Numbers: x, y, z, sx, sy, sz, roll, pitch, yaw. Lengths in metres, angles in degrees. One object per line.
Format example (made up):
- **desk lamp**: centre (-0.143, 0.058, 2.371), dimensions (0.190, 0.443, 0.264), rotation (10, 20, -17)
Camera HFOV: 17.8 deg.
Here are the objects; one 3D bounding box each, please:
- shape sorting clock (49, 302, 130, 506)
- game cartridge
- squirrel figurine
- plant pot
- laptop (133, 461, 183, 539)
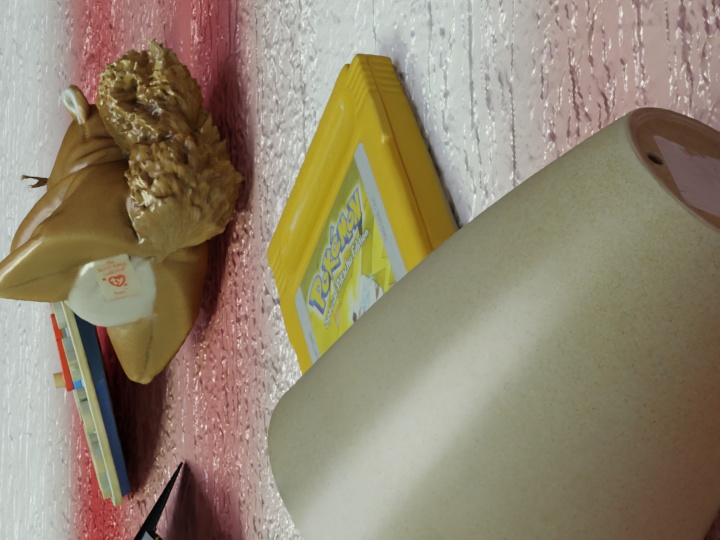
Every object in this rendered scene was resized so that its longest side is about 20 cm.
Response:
- **shape sorting clock**: centre (-0.209, 0.079, 1.715), dimensions (0.200, 0.039, 0.200), rotation (168, 90, -85)
- **game cartridge**: centre (0.000, 0.000, 1.311), dimensions (0.200, 0.032, 0.176), rotation (-110, 33, -41)
- **squirrel figurine**: centre (-0.157, -0.062, 1.598), dimensions (0.200, 0.142, 0.187), rotation (-48, 28, 29)
- **plant pot**: centre (0.092, 0.039, 0.941), dimensions (0.200, 0.187, 0.187), rotation (-55, 37, 28)
- **laptop**: centre (-0.137, 0.263, 1.556), dimensions (0.200, 0.116, 0.187), rotation (40, 109, 29)
